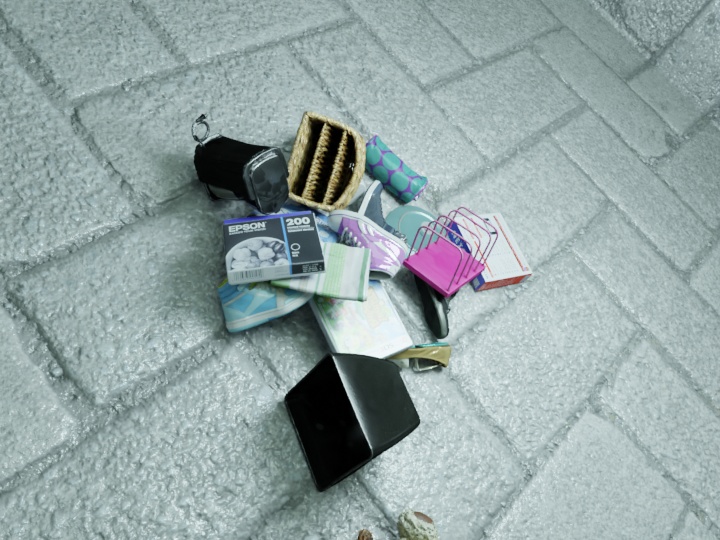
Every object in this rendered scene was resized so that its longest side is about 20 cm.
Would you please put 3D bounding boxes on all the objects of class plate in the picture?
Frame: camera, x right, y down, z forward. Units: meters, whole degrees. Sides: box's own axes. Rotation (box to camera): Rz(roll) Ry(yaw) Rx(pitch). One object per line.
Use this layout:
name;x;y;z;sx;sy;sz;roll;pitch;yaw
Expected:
plate;0.155;-0.092;1.661;0.196;0.026;0.203;13;55;-18

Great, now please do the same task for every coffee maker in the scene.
coffee maker;-0.267;-0.224;1.386;0.136;0.198;0.192;-58;137;-17

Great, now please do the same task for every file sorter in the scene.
file sorter;0.224;-0.056;1.533;0.138;0.127;0.199;36;37;21

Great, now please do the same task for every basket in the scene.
basket;-0.075;-0.239;1.464;0.140;0.149;0.204;20;92;16

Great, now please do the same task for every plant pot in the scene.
plant pot;-0.005;0.279;1.243;0.175;0.200;0.202;-6;61;-42

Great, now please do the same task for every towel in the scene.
towel;-0.076;-0.009;1.314;0.196;0.031;0.151;11;43;-5

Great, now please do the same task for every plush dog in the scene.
plush dog;0.062;0.553;1.142;0.168;0.163;0.201;0;30;-9

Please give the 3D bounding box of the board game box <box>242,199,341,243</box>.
board game box;-0.153;-0.085;1.438;0.197;0.044;0.200;26;35;5

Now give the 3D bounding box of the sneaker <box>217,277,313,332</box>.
sneaker;-0.199;0.033;1.299;0.197;0.080;0.133;-22;100;-5

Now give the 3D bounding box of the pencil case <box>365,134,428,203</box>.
pencil case;0.087;-0.270;1.705;0.199;0.085;0.093;42;67;4

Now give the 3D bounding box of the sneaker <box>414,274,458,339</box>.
sneaker;0.205;0.070;1.545;0.112;0.077;0.202;1;54;-18

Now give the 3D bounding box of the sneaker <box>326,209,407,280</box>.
sneaker;0.000;-0.051;1.411;0.198;0.073;0.115;27;59;4

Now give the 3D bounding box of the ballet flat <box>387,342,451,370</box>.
ballet flat;0.119;0.193;1.434;0.196;0.068;0.064;4;87;-21

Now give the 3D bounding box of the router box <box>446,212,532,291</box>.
router box;0.343;-0.055;1.709;0.177;0.049;0.203;-7;63;-32

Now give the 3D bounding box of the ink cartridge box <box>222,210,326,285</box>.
ink cartridge box;-0.181;-0.064;1.305;0.194;0.044;0.202;-8;44;-11

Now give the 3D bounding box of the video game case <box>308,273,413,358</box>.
video game case;-0.002;0.103;1.369;0.180;0.022;0.202;-17;70;-32

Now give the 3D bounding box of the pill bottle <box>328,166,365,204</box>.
pill bottle;-0.069;-0.269;1.607;0.115;0.117;0.202;-14;66;-32

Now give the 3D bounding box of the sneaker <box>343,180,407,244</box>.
sneaker;0.057;-0.121;1.588;0.144;0.077;0.205;22;61;3
